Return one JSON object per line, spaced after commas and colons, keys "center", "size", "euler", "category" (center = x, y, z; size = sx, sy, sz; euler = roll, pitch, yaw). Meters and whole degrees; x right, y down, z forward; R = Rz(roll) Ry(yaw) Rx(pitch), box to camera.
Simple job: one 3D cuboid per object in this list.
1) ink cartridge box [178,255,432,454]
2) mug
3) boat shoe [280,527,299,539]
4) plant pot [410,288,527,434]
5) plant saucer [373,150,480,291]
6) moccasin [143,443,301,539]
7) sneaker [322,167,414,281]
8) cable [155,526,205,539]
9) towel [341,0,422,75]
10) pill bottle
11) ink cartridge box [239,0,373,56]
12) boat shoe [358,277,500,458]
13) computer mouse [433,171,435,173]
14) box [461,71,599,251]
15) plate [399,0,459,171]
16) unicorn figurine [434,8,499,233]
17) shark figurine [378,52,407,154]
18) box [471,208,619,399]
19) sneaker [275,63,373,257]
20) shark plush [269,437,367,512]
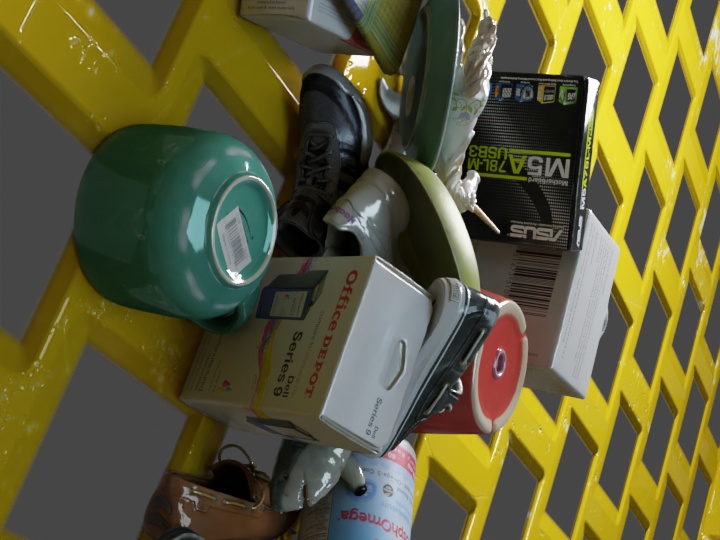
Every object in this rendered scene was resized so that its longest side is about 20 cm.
{"center": [-0.049, 0.069, 1.024], "size": [0.087, 0.199, 0.147], "euler": [35, 68, -39], "category": "ink cartridge box"}
{"center": [-0.129, -0.034, 0.959], "size": [0.185, 0.113, 0.154], "euler": [24, 76, -58], "category": "mug"}
{"center": [-0.061, 0.301, 1.193], "size": [0.201, 0.086, 0.075], "euler": [-35, 96, -37], "category": "boat shoe"}
{"center": [0.075, 0.090, 1.273], "size": [0.200, 0.175, 0.203], "euler": [-20, 114, -57], "category": "plant pot"}
{"center": [0.066, -0.022, 1.125], "size": [0.031, 0.200, 0.202], "euler": [-21, 122, -14], "category": "plant saucer"}
{"center": [-0.118, 0.206, 1.084], "size": [0.200, 0.073, 0.079], "euler": [14, 93, -52], "category": "moccasin"}
{"center": [0.000, 0.000, 1.127], "size": [0.099, 0.074, 0.202], "euler": [-39, 139, -31], "category": "sneaker"}
{"center": [-0.110, 0.269, 1.030], "size": [0.097, 0.050, 0.201], "euler": [-49, 145, -17], "category": "cable"}
{"center": [0.012, -0.287, 1.065], "size": [0.200, 0.023, 0.145], "euler": [48, 57, -53], "category": "towel"}
{"center": [-0.006, 0.257, 1.111], "size": [0.109, 0.107, 0.202], "euler": [61, 28, -46], "category": "pill bottle"}
{"center": [-0.028, -0.315, 1.093], "size": [0.145, 0.084, 0.203], "euler": [9, 91, -60], "category": "ink cartridge box"}
{"center": [0.061, 0.099, 1.048], "size": [0.072, 0.070, 0.201], "euler": [-95, -152, -53], "category": "boat shoe"}
{"center": [0.061, -0.079, 1.286], "size": [0.200, 0.043, 0.111], "euler": [107, -1, -64], "category": "computer mouse"}
{"center": [0.167, -0.129, 1.355], "size": [0.047, 0.198, 0.196], "euler": [0, 98, -60], "category": "box"}
{"center": [0.062, -0.185, 1.144], "size": [0.200, 0.025, 0.203], "euler": [-174, -90, -82], "category": "plate"}
{"center": [0.098, -0.148, 1.149], "size": [0.201, 0.073, 0.139], "euler": [78, 13, -58], "category": "unicorn figurine"}
{"center": [0.074, -0.211, 1.291], "size": [0.128, 0.089, 0.217], "euler": [-25, 120, -56], "category": "shark figurine"}
{"center": [0.187, 0.030, 1.427], "size": [0.131, 0.198, 0.201], "euler": [38, 65, -53], "category": "box"}
{"center": [-0.041, -0.088, 1.131], "size": [0.114, 0.075, 0.202], "euler": [-43, 135, -50], "category": "sneaker"}
{"center": [-0.058, 0.128, 1.091], "size": [0.091, 0.082, 0.202], "euler": [70, 3, -55], "category": "shark plush"}
